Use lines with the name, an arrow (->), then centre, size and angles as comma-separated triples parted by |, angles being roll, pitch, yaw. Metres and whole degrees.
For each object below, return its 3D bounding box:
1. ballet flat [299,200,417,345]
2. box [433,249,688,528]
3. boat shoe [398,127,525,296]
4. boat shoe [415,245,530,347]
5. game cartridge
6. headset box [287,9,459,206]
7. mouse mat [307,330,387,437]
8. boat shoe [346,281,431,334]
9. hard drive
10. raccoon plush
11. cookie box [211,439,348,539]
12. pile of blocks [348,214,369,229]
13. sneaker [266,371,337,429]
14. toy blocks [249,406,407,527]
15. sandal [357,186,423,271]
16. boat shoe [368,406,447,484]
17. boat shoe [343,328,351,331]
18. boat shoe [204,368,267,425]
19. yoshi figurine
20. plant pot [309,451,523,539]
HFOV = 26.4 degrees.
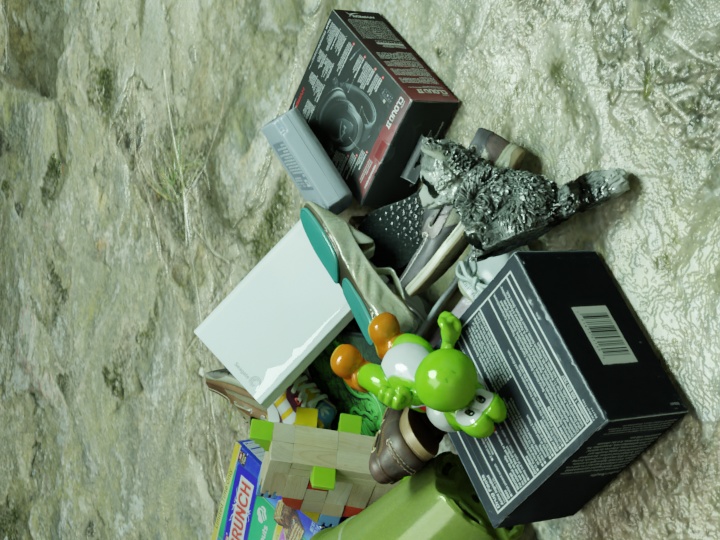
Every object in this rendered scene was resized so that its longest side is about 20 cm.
ballet flat -> 0.000, 0.000, 1.680 | 0.200, 0.062, 0.068 | 61, 160, 27
box -> 0.184, 0.116, 1.523 | 0.198, 0.123, 0.200 | -51, 53, 39
boat shoe -> 0.097, -0.063, 1.628 | 0.065, 0.072, 0.200 | 39, 112, 11
boat shoe -> 0.114, 0.041, 1.638 | 0.202, 0.065, 0.075 | -54, 53, 36
game cartridge -> -0.061, -0.122, 1.782 | 0.134, 0.040, 0.200 | 61, 174, -7
headset box -> 0.016, -0.180, 1.748 | 0.200, 0.077, 0.149 | 51, 130, 35
mouse mat -> 0.001, 0.156, 1.780 | 0.161, 0.008, 0.200 | 4, 121, 51
boat shoe -> -0.014, 0.040, 1.761 | 0.202, 0.065, 0.075 | 21, 140, 27
hard drive -> -0.080, 0.041, 1.739 | 0.200, 0.027, 0.132 | -47, 60, 1
raccoon plush -> 0.154, -0.098, 1.538 | 0.097, 0.200, 0.134 | 60, -172, -80
cookie box -> -0.095, 0.330, 1.920 | 0.200, 0.075, 0.172 | 37, 121, 44
pile of blocks -> -0.039, 0.007, 1.841 | 0.200, 0.062, 0.082 | -41, 62, 45
sneaker -> -0.072, 0.145, 1.805 | 0.090, 0.075, 0.200 | 10, 129, 37
toy blocks -> -0.039, 0.243, 1.774 | 0.137, 0.199, 0.100 | 107, 170, -50
sandal -> 0.074, -0.055, 1.717 | 0.200, 0.048, 0.076 | -33, 68, 33
boat shoe -> 0.049, 0.173, 1.644 | 0.070, 0.200, 0.070 | -41, 89, 15
boat shoe -> -0.079, 0.092, 1.878 | 0.201, 0.074, 0.063 | -13, 102, 44
boat shoe -> -0.134, 0.165, 1.961 | 0.200, 0.076, 0.072 | 9, 101, 52
yoshi figurine -> 0.059, 0.097, 1.505 | 0.200, 0.112, 0.113 | 24, 104, 47
plant pot -> 0.072, 0.298, 1.649 | 0.190, 0.200, 0.200 | -50, 54, 24
